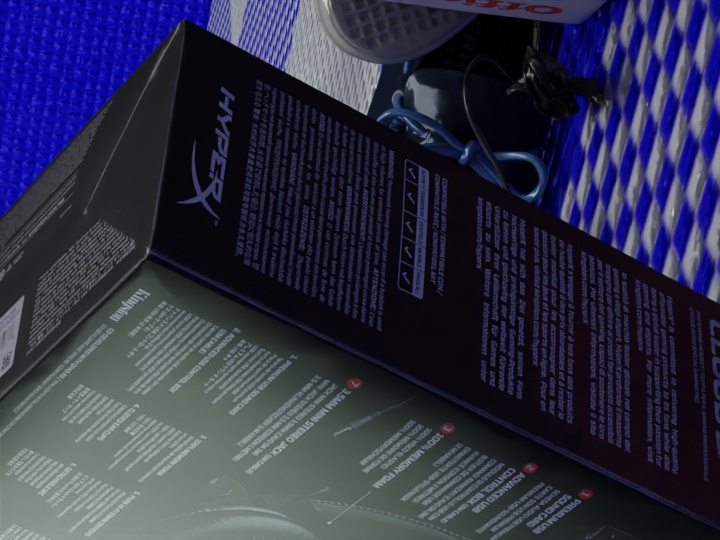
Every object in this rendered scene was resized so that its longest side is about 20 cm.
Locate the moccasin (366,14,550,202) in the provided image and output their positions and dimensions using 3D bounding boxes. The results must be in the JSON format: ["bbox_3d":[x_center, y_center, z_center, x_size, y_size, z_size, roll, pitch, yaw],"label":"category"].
[{"bbox_3d":[0.033,-0.058,0.880,0.068,0.080,0.200,123,154,-60],"label":"moccasin"}]

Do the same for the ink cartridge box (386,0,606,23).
[{"bbox_3d":[0.033,-0.148,0.743,0.200,0.146,0.084,136,140,-78],"label":"ink cartridge box"}]

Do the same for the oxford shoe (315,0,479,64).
[{"bbox_3d":[0.037,-0.161,0.884,0.058,0.075,0.200,-21,42,63],"label":"oxford shoe"}]

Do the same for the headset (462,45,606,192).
[{"bbox_3d":[0.023,0.018,0.792,0.200,0.123,0.094,-66,-10,5],"label":"headset"}]

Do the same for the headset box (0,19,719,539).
[{"bbox_3d":[-0.003,0.045,0.588,0.149,0.200,0.077,-41,33,41],"label":"headset box"}]
